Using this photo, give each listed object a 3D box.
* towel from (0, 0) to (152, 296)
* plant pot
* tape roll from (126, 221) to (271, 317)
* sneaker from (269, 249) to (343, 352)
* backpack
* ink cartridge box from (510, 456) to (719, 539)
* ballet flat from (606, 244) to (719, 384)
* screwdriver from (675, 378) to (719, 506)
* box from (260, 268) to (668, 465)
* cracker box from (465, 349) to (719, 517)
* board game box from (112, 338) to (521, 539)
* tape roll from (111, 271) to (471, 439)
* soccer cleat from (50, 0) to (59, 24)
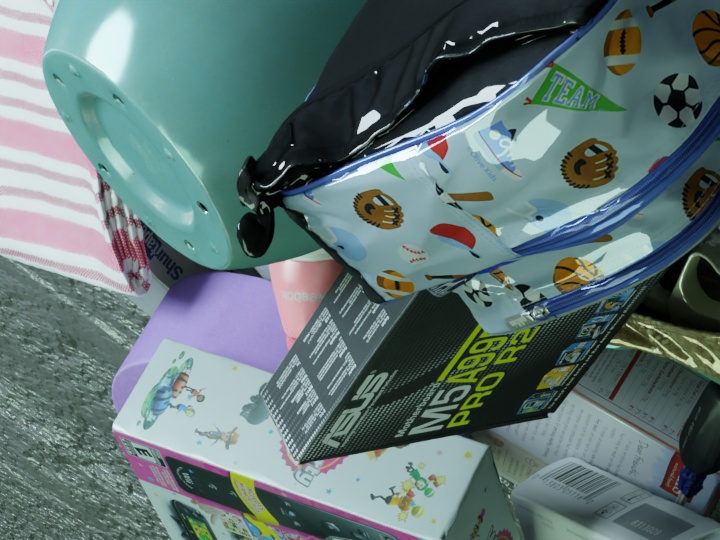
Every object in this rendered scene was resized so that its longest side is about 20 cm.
[{"bbox_3d":[-0.180,-0.087,1.513,0.146,0.030,0.201,14,120,52],"label":"towel"},{"bbox_3d":[-0.043,-0.097,1.239,0.200,0.161,0.201,42,161,18],"label":"plant pot"},{"bbox_3d":[-0.073,-0.024,1.563,0.200,0.066,0.201,27,154,15],"label":"tape roll"},{"bbox_3d":[0.000,0.000,1.392,0.073,0.087,0.200,4,-173,22],"label":"sneaker"},{"bbox_3d":[0.074,-0.075,1.058,0.154,0.201,0.190,36,147,-20],"label":"backpack"},{"bbox_3d":[0.160,0.207,1.441,0.160,0.047,0.201,20,134,63],"label":"ink cartridge box"},{"bbox_3d":[0.154,0.012,1.371,0.199,0.070,0.066,17,122,29],"label":"ballet flat"},{"bbox_3d":[0.167,0.125,1.434,0.029,0.028,0.201,49,145,33],"label":"screwdriver"},{"bbox_3d":[0.063,0.006,1.279,0.044,0.160,0.200,60,138,26],"label":"box"},{"bbox_3d":[0.110,0.071,1.512,0.199,0.058,0.134,31,153,10],"label":"cracker box"},{"bbox_3d":[-0.016,0.126,1.462,0.199,0.064,0.148,15,150,26],"label":"board game box"},{"bbox_3d":[-0.038,0.088,1.561,0.199,0.066,0.200,25,153,14],"label":"tape roll"},{"bbox_3d":[-0.069,-0.097,1.408,0.200,0.070,0.086,36,129,3],"label":"soccer cleat"}]
